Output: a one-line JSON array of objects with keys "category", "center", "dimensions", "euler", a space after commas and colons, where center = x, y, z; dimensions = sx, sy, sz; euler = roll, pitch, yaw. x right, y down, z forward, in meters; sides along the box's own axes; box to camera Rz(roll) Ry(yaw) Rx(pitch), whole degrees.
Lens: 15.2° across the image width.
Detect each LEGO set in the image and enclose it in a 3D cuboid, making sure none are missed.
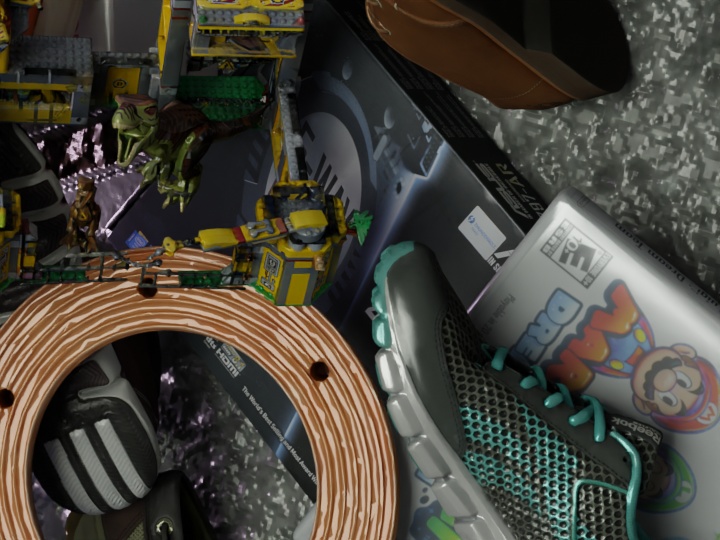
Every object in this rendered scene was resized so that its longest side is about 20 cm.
[{"category": "LEGO set", "center": [-0.089, -0.069, 1.084], "dimensions": [0.116, 0.200, 0.154], "euler": [105, 170, -53]}]

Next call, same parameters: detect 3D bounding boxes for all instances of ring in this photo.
[{"category": "ring", "center": [-0.078, 0.089, 1.145], "dimensions": [0.200, 0.019, 0.201], "euler": [1, 94, 17]}]

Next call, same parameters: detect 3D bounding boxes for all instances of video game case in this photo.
[{"category": "video game case", "center": [0.097, 0.096, 1.112], "dimensions": [0.182, 0.024, 0.200], "euler": [39, 113, 5]}]

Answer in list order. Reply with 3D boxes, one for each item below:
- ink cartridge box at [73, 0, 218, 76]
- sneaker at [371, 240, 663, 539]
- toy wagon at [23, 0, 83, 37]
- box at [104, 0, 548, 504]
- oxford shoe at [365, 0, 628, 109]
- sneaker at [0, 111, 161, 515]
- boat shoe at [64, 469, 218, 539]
[{"category": "ink cartridge box", "center": [-0.171, -0.150, 1.259], "dimensions": [0.200, 0.084, 0.146], "euler": [-1, 91, 32]}, {"category": "sneaker", "center": [0.072, 0.070, 1.071], "dimensions": [0.091, 0.078, 0.200], "euler": [-25, 102, 11]}, {"category": "toy wagon", "center": [-0.196, -0.163, 1.200], "dimensions": [0.155, 0.040, 0.200], "euler": [-27, 79, 29]}, {"category": "box", "center": [0.000, 0.000, 1.186], "dimensions": [0.160, 0.044, 0.200], "euler": [-47, 70, 24]}, {"category": "oxford shoe", "center": [0.023, -0.118, 1.088], "dimensions": [0.071, 0.200, 0.071], "euler": [-19, 49, 35]}, {"category": "sneaker", "center": [-0.144, 0.004, 1.219], "dimensions": [0.076, 0.116, 0.200], "euler": [-17, 107, 10]}, {"category": "boat shoe", "center": [-0.063, 0.184, 1.215], "dimensions": [0.066, 0.072, 0.201], "euler": [-31, 81, 21]}]
